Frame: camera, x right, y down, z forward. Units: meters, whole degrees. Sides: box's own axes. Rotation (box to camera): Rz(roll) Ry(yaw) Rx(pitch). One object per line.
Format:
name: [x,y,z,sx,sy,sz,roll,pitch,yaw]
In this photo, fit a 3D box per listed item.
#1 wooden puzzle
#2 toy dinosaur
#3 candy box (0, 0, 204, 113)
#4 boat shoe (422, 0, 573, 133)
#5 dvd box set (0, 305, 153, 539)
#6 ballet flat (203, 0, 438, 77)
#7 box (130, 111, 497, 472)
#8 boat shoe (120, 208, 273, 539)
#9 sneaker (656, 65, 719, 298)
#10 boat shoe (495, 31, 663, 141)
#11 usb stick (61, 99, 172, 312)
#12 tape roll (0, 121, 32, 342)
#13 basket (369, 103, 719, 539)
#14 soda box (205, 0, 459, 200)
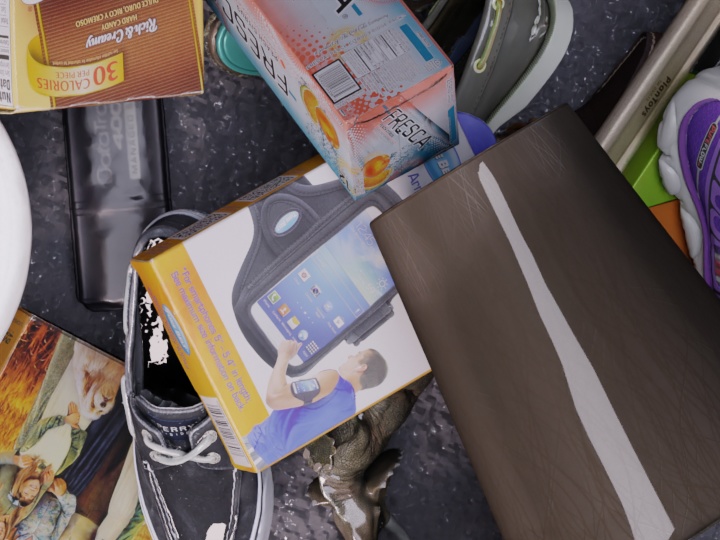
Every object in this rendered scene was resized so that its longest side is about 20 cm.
wooden puzzle: [0.204,-0.053,1.528,0.200,0.037,0.186,37,86,-41]
toy dinosaur: [0.004,0.056,1.517,0.077,0.102,0.201,22,94,29]
candy box: [-0.135,-0.180,1.381,0.116,0.056,0.201,-10,105,-41]
boat shoe: [0.030,-0.073,1.508,0.060,0.072,0.202,25,107,-37]
dvd box set: [-0.166,0.137,1.505,0.146,0.029,0.201,30,87,-29]
ballet flat: [0.004,-0.160,1.521,0.199,0.075,0.068,-23,126,-7]
box: [0.000,0.000,1.434,0.199,0.041,0.120,-30,100,-15]
boat shoe: [-0.087,0.072,1.460,0.071,0.068,0.201,0,100,11]
sneaker: [0.211,-0.008,1.481,0.080,0.083,0.201,-36,123,-16]
boat shoe: [0.100,-0.051,1.544,0.072,0.072,0.201,33,93,-11]
usb stick: [-0.130,-0.077,1.522,0.055,0.033,0.201,-5,94,-2]
tape roll: [-0.267,-0.021,1.448,0.201,0.139,0.204,0,92,-9]
basket: [0.102,0.034,1.375,0.180,0.136,0.201,-30,90,-35]
soda box: [-0.029,-0.133,1.421,0.063,0.069,0.200,-28,60,-13]
